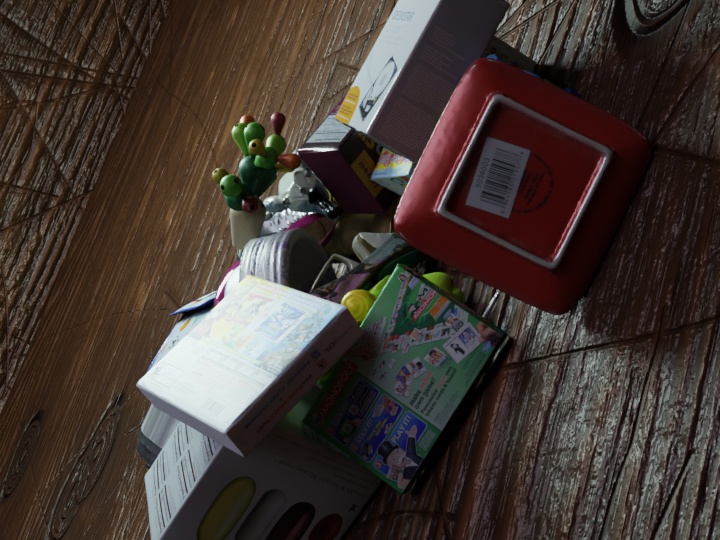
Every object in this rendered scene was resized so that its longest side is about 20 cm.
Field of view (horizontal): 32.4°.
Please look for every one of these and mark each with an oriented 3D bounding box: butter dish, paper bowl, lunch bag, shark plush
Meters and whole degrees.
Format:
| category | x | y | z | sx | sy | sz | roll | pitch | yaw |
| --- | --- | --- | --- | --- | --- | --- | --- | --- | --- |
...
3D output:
| category | x | y | z | sx | sy | sz | roll | pitch | yaw |
| --- | --- | --- | --- | --- | --- | --- | --- | --- | --- |
| butter dish | 0.155 | -0.080 | 1.237 | 0.200 | 0.199 | 0.148 | -64 | 0 | -1 |
| paper bowl | -0.096 | 0.055 | 1.526 | 0.104 | 0.201 | 0.201 | -13 | 44 | 17 |
| lunch bag | -0.226 | 0.106 | 1.877 | 0.170 | 0.124 | 0.200 | -19 | 39 | 59 |
| shark plush | -0.053 | -0.101 | 1.604 | 0.091 | 0.083 | 0.200 | -62 | 20 | -8 |

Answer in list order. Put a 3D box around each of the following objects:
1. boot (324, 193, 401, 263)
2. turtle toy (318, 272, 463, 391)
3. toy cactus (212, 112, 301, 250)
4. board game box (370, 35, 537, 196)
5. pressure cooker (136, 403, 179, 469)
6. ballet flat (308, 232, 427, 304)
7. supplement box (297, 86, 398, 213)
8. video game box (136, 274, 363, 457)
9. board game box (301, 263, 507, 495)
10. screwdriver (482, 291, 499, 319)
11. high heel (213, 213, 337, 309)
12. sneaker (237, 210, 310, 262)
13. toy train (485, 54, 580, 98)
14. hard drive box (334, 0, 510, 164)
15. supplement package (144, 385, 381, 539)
| category | x | y | z | sx | sy | sz | roll | pitch | yaw |
| --- | --- | --- | --- | --- | --- | --- | --- | --- | --- |
| boot | 0.023 | -0.096 | 1.642 | 0.200 | 0.066 | 0.176 | -16 | 63 | 61 |
| turtle toy | 0.027 | 0.074 | 1.381 | 0.200 | 0.101 | 0.146 | -49 | -14 | 10 |
| toy cactus | -0.126 | -0.105 | 1.536 | 0.200 | 0.102 | 0.166 | -82 | 1 | -64 |
| board game box | 0.111 | -0.179 | 1.484 | 0.103 | 0.105 | 0.201 | 2 | 67 | 64 |
| pressure cooker | -0.196 | 0.207 | 1.620 | 0.178 | 0.176 | 0.201 | 27 | 93 | 38 |
| ballet flat | 0.000 | 0.000 | 1.456 | 0.200 | 0.071 | 0.069 | -38 | -17 | -28 |
| supplement box | 0.030 | -0.179 | 1.559 | 0.086 | 0.110 | 0.200 | 4 | 49 | 51 |
| video game box | -0.121 | 0.094 | 1.311 | 0.182 | 0.047 | 0.200 | -47 | 33 | -18 |
| board game box | 0.045 | 0.113 | 1.292 | 0.200 | 0.134 | 0.029 | -58 | -16 | 10 |
| screwdriver | 0.096 | 0.109 | 1.302 | 0.200 | 0.028 | 0.029 | -61 | -6 | 14 |
| high heel | -0.111 | -0.011 | 1.618 | 0.200 | 0.067 | 0.096 | -49 | 10 | -37 |
| sneaker | -0.094 | -0.060 | 1.802 | 0.200 | 0.075 | 0.115 | -49 | 29 | -2 |
| toy train | 0.146 | -0.123 | 1.331 | 0.201 | 0.115 | 0.085 | -64 | 19 | -3 |
| hard drive box | 0.065 | -0.232 | 1.394 | 0.200 | 0.077 | 0.156 | -61 | 19 | 4 |
| supplement package | -0.112 | 0.233 | 1.405 | 0.200 | 0.191 | 0.147 | -56 | 25 | 16 |
